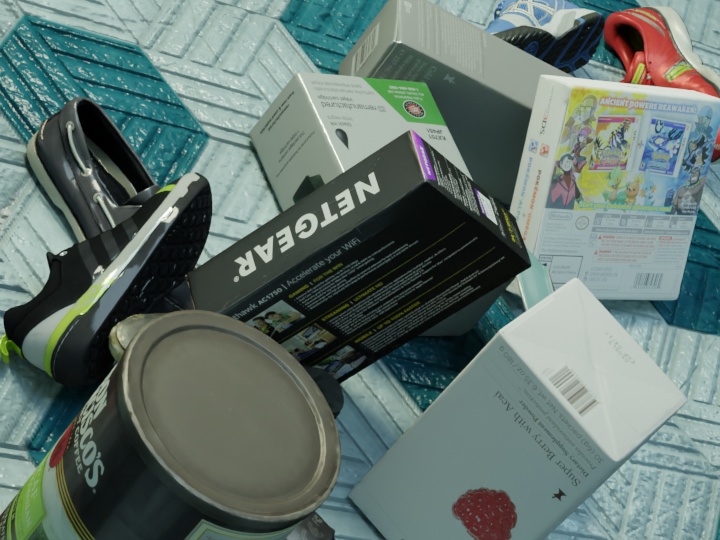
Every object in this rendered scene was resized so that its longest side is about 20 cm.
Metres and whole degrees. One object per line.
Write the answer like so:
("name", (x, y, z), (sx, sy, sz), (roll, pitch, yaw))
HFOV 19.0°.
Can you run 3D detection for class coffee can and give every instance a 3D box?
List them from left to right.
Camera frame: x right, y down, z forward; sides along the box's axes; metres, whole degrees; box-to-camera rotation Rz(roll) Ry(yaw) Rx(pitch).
("coffee can", (-0.123, 0.142, 1.297), (0.145, 0.200, 0.147), (23, 40, -21))

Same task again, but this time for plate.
("plate", (0.152, 0.065, 1.657), (0.200, 0.025, 0.202), (-16, 90, -84))

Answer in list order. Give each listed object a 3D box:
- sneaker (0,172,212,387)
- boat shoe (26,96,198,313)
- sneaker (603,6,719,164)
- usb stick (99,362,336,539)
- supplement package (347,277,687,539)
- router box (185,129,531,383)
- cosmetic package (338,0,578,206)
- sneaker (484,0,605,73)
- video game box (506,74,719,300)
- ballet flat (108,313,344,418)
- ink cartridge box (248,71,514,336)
("sneaker", (-0.177, -0.007, 1.477), (0.082, 0.072, 0.200), (23, 51, 19))
("boat shoe", (-0.165, -0.038, 1.552), (0.201, 0.063, 0.072), (52, 36, 11))
("sneaker", (0.297, -0.179, 2.106), (0.084, 0.077, 0.201), (-4, 49, -30))
("usb stick", (-0.097, 0.130, 1.473), (0.200, 0.033, 0.055), (44, 29, 3))
("supplement package", (0.109, 0.126, 1.518), (0.121, 0.200, 0.120), (47, 37, 9))
("router box", (0.000, 0.000, 1.513), (0.149, 0.199, 0.051), (36, 29, -49))
("cosmetic package", (0.088, -0.146, 1.848), (0.199, 0.107, 0.091), (25, 39, -18))
("sneaker", (0.145, -0.212, 2.006), (0.077, 0.076, 0.199), (33, 31, 27))
("video game box", (0.213, -0.068, 1.829), (0.199, 0.184, 0.047), (2, 18, -41))
("ballet flat", (-0.095, 0.079, 1.481), (0.199, 0.057, 0.067), (22, 47, -39))
("ink cartridge box", (0.018, -0.052, 1.711), (0.146, 0.083, 0.201), (1, 54, -41))
